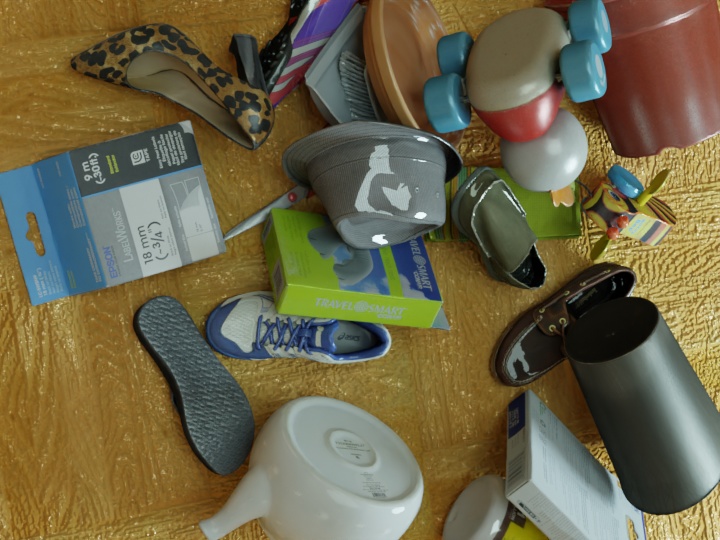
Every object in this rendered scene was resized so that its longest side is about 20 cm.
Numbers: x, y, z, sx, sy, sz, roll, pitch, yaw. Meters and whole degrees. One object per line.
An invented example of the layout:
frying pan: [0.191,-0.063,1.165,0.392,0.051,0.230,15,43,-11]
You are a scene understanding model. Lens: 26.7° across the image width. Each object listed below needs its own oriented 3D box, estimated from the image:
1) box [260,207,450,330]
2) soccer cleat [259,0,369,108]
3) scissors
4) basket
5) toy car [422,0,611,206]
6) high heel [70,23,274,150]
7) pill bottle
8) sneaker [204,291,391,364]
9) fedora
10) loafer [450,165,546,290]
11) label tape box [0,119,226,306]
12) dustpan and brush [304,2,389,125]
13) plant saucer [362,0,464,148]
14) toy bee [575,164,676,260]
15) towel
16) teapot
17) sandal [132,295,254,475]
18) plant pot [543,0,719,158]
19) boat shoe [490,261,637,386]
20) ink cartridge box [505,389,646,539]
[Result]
box: [0.000,0.000,1.624,0.199,0.048,0.122,7,42,-21]
soccer cleat: [-0.059,-0.239,1.631,0.073,0.068,0.200,34,76,-26]
scissors: [-0.061,-0.081,1.652,0.073,0.014,0.200,47,72,-17]
basket: [0.318,0.139,1.698,0.200,0.136,0.181,60,28,-27]
toy car: [0.192,-0.163,1.638,0.177,0.184,0.200,-73,145,-50]
high heel: [-0.189,-0.178,1.536,0.199,0.071,0.143,-4,56,-13]
pill bottle: [0.198,0.319,1.698,0.200,0.109,0.109,32,78,-19]
sneaker: [-0.063,0.061,1.611,0.199,0.088,0.076,2,90,-20]
fedora: [0.018,-0.079,1.577,0.200,0.177,0.091,17,61,-53]
loafer: [0.161,-0.043,1.659,0.075,0.070,0.200,-51,143,-9]
label tape box: [-0.254,-0.058,1.549,0.200,0.063,0.145,-17,95,-21]
dustpan and brush: [0.020,-0.172,1.653,0.140,0.057,0.200,-58,142,-34]
plant saucer: [0.055,-0.219,1.637,0.200,0.037,0.201,39,43,-50]
toy bee: [0.289,-0.063,1.731,0.199,0.109,0.131,3,128,-20]
towel: [0.165,-0.077,1.741,0.199,0.018,0.086,-2,91,-22]
teapot: [-0.037,0.239,1.590,0.200,0.197,0.146,31,116,1]
sandal: [-0.173,0.119,1.596,0.076,0.043,0.201,-25,89,-27]
plant pot: [0.332,-0.244,1.727,0.200,0.201,0.196,-26,107,-20]
boat shoe: [0.234,0.059,1.739,0.200,0.070,0.070,-43,105,-15]
ink cartridge box: [0.239,0.252,1.679,0.041,0.200,0.200,-41,104,21]
